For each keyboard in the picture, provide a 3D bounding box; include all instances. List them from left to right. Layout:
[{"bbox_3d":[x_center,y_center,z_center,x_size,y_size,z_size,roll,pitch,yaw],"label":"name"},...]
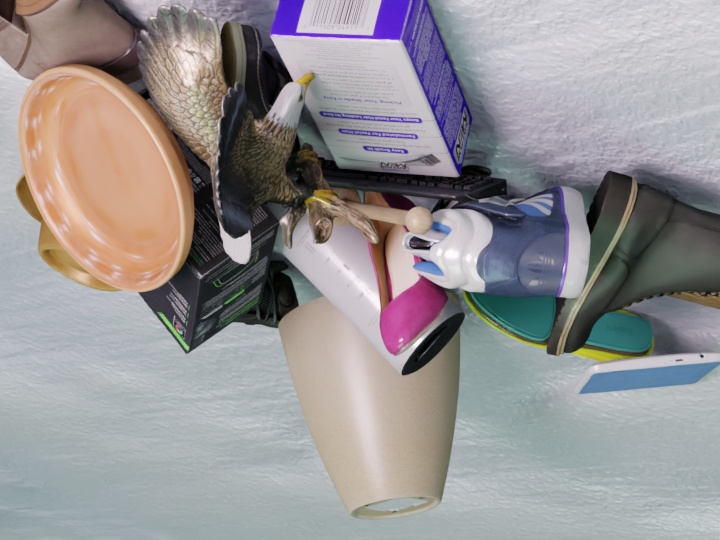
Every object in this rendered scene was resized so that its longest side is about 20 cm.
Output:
[{"bbox_3d":[0.034,-0.082,1.608,0.199,0.021,0.127,9,-168,31],"label":"keyboard"}]

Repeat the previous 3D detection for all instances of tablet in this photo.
[{"bbox_3d":[0.279,0.100,1.836,0.129,0.014,0.200,-5,171,1],"label":"tablet"}]

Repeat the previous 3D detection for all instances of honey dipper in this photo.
[{"bbox_3d":[0.007,-0.049,1.569,0.038,0.038,0.200,28,176,-25],"label":"honey dipper"}]

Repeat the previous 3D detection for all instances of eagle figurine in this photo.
[{"bbox_3d":[-0.091,-0.099,1.442,0.151,0.152,0.200,-1,161,40],"label":"eagle figurine"}]

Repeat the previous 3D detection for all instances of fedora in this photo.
[{"bbox_3d":[-0.257,-0.033,1.877,0.200,0.082,0.201,12,156,6],"label":"fedora"}]

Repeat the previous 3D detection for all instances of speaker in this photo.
[{"bbox_3d":[0.000,0.000,1.687,0.200,0.081,0.081,45,162,17],"label":"speaker"}]

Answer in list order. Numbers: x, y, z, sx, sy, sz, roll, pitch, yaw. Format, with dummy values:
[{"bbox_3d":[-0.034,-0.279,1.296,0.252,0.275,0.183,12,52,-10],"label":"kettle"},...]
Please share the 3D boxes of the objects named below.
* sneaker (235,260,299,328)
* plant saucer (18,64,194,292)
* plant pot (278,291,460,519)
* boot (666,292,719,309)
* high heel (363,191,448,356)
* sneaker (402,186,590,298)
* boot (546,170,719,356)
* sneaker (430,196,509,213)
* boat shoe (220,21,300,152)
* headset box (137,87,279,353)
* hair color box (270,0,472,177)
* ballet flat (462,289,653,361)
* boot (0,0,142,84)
[{"bbox_3d":[-0.122,0.019,1.882,0.114,0.077,0.199,-2,175,3],"label":"sneaker"},{"bbox_3d":[-0.207,-0.080,1.565,0.200,0.037,0.201,25,129,34],"label":"plant saucer"},{"bbox_3d":[0.021,0.139,1.874,0.186,0.201,0.187,-7,160,-2],"label":"plant pot"},{"bbox_3d":[0.318,-0.002,1.633,0.199,0.066,0.175,18,155,-3],"label":"boot"},{"bbox_3d":[0.026,-0.004,1.569,0.067,0.200,0.096,-38,104,28],"label":"high heel"},{"bbox_3d":[0.108,-0.031,1.555,0.146,0.081,0.200,7,-165,-2],"label":"sneaker"},{"bbox_3d":[0.244,0.017,1.599,0.138,0.078,0.200,17,139,-1],"label":"boot"},{"bbox_3d":[0.103,-0.012,1.728,0.115,0.075,0.200,18,157,-16],"label":"sneaker"},{"bbox_3d":[-0.079,-0.146,1.564,0.066,0.072,0.201,-6,155,-4],"label":"boat shoe"},{"bbox_3d":[-0.168,-0.042,1.701,0.174,0.093,0.200,50,159,12],"label":"headset box"},{"bbox_3d":[0.013,-0.152,1.494,0.109,0.065,0.200,5,152,19],"label":"hair color box"},{"bbox_3d":[0.186,0.053,1.826,0.199,0.067,0.067,17,158,-8],"label":"ballet flat"},{"bbox_3d":[-0.224,-0.203,1.534,0.146,0.071,0.200,27,155,-38],"label":"boot"}]
